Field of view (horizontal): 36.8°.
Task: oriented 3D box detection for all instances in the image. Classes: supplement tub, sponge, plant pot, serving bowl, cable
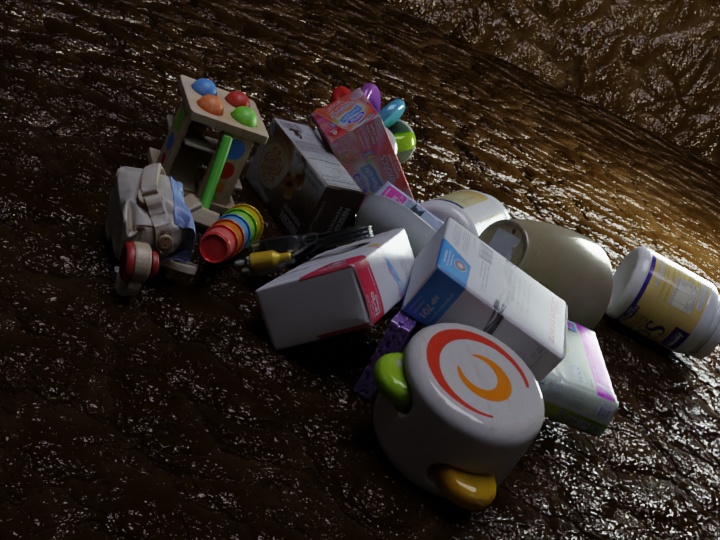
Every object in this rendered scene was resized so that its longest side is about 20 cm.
[{"bbox_3d":[0.564,0.062,1.988,0.198,0.146,0.146,28,24,-2],"label":"supplement tub"},{"bbox_3d":[0.158,-0.053,1.762,0.144,0.145,0.199,36,25,17],"label":"supplement tub"},{"bbox_3d":[0.054,0.083,1.416,0.030,0.112,0.200,30,23,7],"label":"sponge"},{"bbox_3d":[0.260,-0.002,1.658,0.199,0.188,0.188,28,17,-48],"label":"plant pot"},{"bbox_3d":[0.061,-0.017,1.597,0.199,0.066,0.201,38,-18,15],"label":"serving bowl"},{"bbox_3d":[-0.066,-0.025,1.448,0.197,0.051,0.097,-6,-2,22],"label":"cable"}]

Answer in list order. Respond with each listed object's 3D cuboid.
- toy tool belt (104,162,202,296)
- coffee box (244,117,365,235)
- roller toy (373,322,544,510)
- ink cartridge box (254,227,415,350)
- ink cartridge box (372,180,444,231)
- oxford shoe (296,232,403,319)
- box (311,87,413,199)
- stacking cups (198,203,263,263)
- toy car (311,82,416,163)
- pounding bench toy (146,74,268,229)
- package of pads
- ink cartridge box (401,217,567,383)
[{"bbox_3d":[-0.242,-0.049,1.338,0.121,0.126,0.201,7,31,-24],"label":"toy tool belt"},{"bbox_3d":[-0.089,-0.133,1.682,0.079,0.115,0.201,8,32,-39],"label":"coffee box"},{"bbox_3d":[0.114,0.170,1.276,0.200,0.141,0.182,42,37,18],"label":"roller toy"},{"bbox_3d":[-0.024,0.021,1.396,0.200,0.146,0.087,-31,104,-64],"label":"ink cartridge box"},{"bbox_3d":[0.106,-0.040,1.616,0.199,0.042,0.120,40,-17,17],"label":"ink cartridge box"},{"bbox_3d":[0.000,0.000,1.574,0.199,0.073,0.084,34,15,1],"label":"oxford shoe"},{"bbox_3d":[0.007,-0.179,1.776,0.103,0.094,0.201,59,-4,48],"label":"box"},{"bbox_3d":[-0.173,-0.041,1.432,0.060,0.061,0.200,28,14,-2],"label":"stacking cups"},{"bbox_3d":[0.002,-0.258,1.937,0.197,0.152,0.175,2,13,21],"label":"toy car"},{"bbox_3d":[-0.213,-0.169,1.561,0.123,0.157,0.201,16,27,-27],"label":"pounding bench toy"},{"bbox_3d":[0.270,0.130,1.532,0.153,0.069,0.201,22,27,-13],"label":"package of pads"},{"bbox_3d":[0.162,0.045,1.387,0.199,0.086,0.147,37,28,-8],"label":"ink cartridge box"}]
